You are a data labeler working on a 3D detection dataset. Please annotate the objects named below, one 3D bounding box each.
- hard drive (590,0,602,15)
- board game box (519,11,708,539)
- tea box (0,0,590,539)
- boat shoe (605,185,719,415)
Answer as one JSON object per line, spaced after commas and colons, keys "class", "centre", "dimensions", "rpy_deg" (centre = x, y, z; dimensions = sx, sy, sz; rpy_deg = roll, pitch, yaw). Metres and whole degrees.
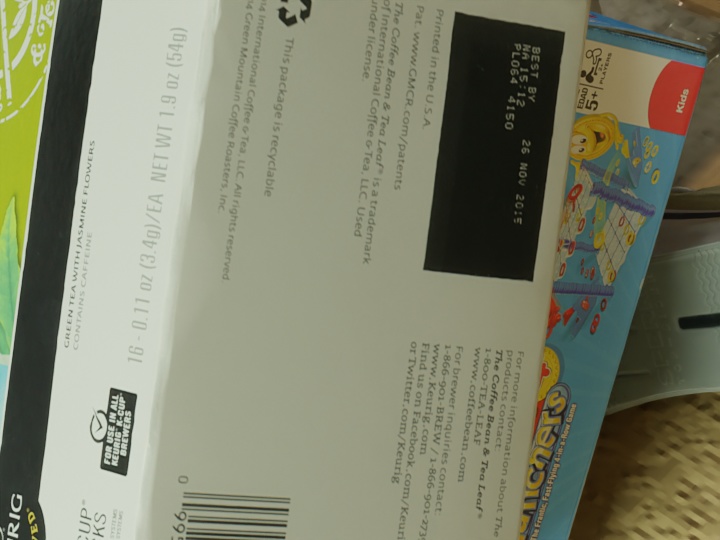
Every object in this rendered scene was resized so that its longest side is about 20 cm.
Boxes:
{"class": "hard drive", "centre": [-0.004, -0.068, 1.023], "dimensions": [0.199, 0.133, 0.027], "rpy_deg": [-5, 16, 35]}
{"class": "board game box", "centre": [0.000, 0.000, 0.913], "dimensions": [0.195, 0.056, 0.201], "rpy_deg": [25, 103, 51]}
{"class": "tea box", "centre": [-0.056, 0.005, 0.828], "dimensions": [0.196, 0.133, 0.202], "rpy_deg": [9, 92, 52]}
{"class": "boat shoe", "centre": [0.092, 0.007, 0.923], "dimensions": [0.199, 0.073, 0.062], "rpy_deg": [-1, 19, 39]}
